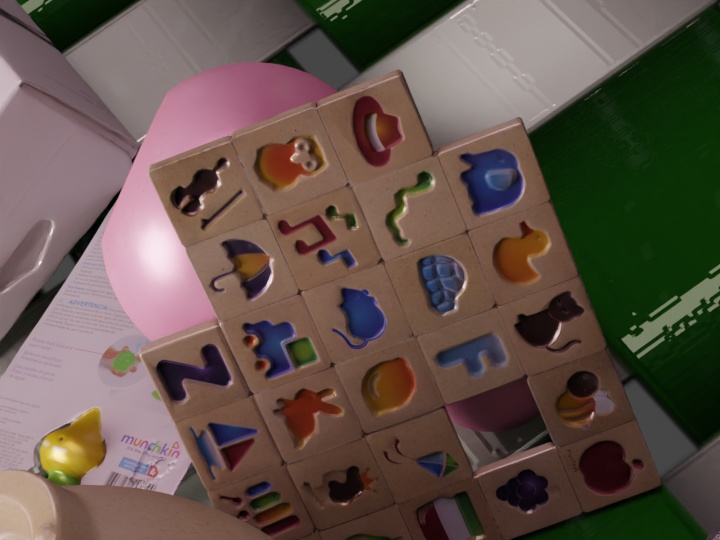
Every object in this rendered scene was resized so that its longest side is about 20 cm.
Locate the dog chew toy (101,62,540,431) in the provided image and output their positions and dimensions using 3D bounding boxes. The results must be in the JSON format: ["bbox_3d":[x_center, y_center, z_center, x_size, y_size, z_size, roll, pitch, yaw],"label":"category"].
[{"bbox_3d":[0.000,0.000,0.863,0.199,0.125,0.125,24,58,-6],"label":"dog chew toy"}]

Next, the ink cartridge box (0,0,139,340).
[{"bbox_3d":[-0.215,-0.067,1.041,0.147,0.086,0.200,-50,45,7],"label":"ink cartridge box"}]

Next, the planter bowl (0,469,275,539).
[{"bbox_3d":[-0.106,0.154,0.757,0.199,0.135,0.201,-30,33,22],"label":"planter bowl"}]

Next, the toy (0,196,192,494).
[{"bbox_3d":[-0.083,0.031,0.948,0.114,0.047,0.201,12,53,30],"label":"toy"}]

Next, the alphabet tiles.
[{"bbox_3d":[0.005,0.029,0.811,0.166,0.201,0.008,-20,26,9],"label":"alphabet tiles"}]

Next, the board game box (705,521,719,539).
[{"bbox_3d":[0.178,0.169,0.690,0.199,0.062,0.200,30,59,27],"label":"board game box"}]
